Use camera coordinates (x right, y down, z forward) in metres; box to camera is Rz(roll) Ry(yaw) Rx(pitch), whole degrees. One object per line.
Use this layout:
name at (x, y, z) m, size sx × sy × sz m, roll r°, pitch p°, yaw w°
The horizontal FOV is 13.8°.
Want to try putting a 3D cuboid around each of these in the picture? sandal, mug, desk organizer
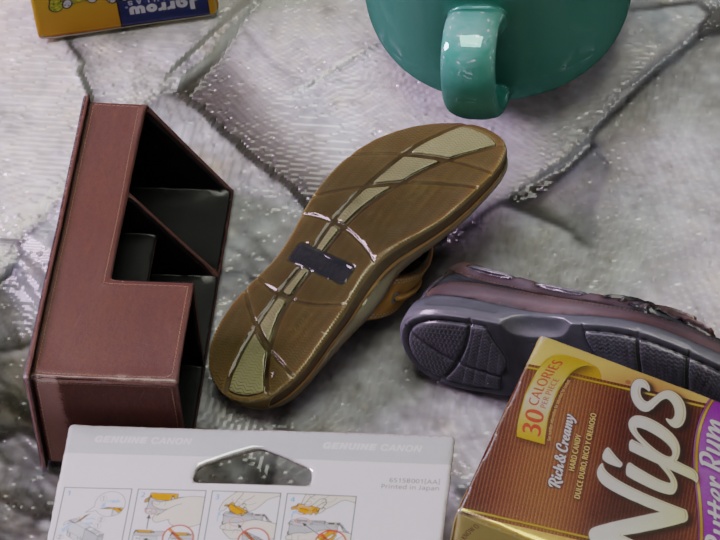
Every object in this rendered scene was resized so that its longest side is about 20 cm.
sandal at (0.000, 0.000, 1.544) m, size 0.080 × 0.054 × 0.200 m, roll 29°, pitch 71°, yaw 36°
mug at (0.066, -0.159, 1.636) m, size 0.152 × 0.115 × 0.185 m, roll 31°, pitch 58°, yaw 30°
desk organizer at (-0.117, 0.004, 1.536) m, size 0.076 × 0.072 × 0.201 m, roll 2°, pitch 47°, yaw 5°

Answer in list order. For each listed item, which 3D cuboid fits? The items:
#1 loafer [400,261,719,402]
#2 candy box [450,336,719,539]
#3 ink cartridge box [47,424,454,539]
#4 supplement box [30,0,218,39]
loafer at (0.120, 0.033, 1.484) m, size 0.199 × 0.072 × 0.063 m, roll 11°, pitch 45°, yaw 21°
candy box at (0.152, 0.120, 1.382) m, size 0.199 × 0.057 × 0.117 m, roll 20°, pitch 51°, yaw 11°
ink cartridge box at (-0.057, 0.155, 1.406) m, size 0.199 × 0.044 × 0.174 m, roll 1°, pitch 47°, yaw 8°
supplement box at (-0.149, -0.246, 1.684) m, size 0.109 × 0.201 × 0.109 m, roll -8°, pitch 46°, yaw -1°
